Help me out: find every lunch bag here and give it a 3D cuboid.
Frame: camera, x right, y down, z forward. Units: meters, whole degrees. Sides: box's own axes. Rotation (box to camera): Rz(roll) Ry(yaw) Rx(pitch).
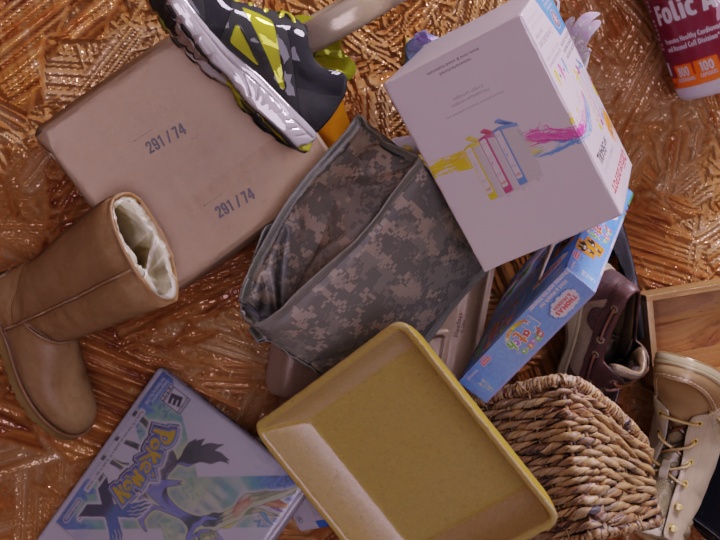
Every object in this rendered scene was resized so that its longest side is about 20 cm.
[{"bbox_3d":[0.000,0.000,1.002,0.200,0.118,0.164,-50,136,0],"label":"lunch bag"}]

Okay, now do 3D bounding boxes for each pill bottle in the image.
[{"bbox_3d":[0.325,-0.274,1.098,0.114,0.114,0.201,-23,99,-8],"label":"pill bottle"}]

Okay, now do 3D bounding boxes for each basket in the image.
[{"bbox_3d":[0.168,0.181,1.077,0.142,0.200,0.150,3,70,-46],"label":"basket"}]

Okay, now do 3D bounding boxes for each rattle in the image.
[{"bbox_3d":[0.026,-0.200,1.026,0.199,0.130,0.143,-24,88,11],"label":"rattle"}]

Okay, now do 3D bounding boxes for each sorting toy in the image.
[{"bbox_3d":[0.019,0.041,1.115,0.199,0.036,0.186,10,94,-7],"label":"sorting toy"}]

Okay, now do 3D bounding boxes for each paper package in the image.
[{"bbox_3d":[-0.151,-0.103,1.029,0.200,0.103,0.191,-37,102,-6],"label":"paper package"}]

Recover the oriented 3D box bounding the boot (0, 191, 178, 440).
[{"bbox_3d":[-0.229,0.047,0.989,0.199,0.066,0.176,-22,102,35],"label":"boot"}]

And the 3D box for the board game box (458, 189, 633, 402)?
[{"bbox_3d":[0.167,0.012,1.027,0.037,0.200,0.151,39,125,0],"label":"board game box"}]

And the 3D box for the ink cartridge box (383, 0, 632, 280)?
[{"bbox_3d":[0.132,-0.106,0.947,0.125,0.129,0.201,-24,105,26],"label":"ink cartridge box"}]

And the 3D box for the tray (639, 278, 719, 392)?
[{"bbox_3d":[0.381,0.057,1.183,0.199,0.037,0.099,-8,97,-9],"label":"tray"}]

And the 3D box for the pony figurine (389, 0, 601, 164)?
[{"bbox_3d":[0.132,-0.156,1.067,0.199,0.167,0.194,9,109,-2],"label":"pony figurine"}]

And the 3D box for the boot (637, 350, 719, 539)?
[{"bbox_3d":[0.295,0.175,1.099,0.073,0.200,0.156,20,72,30],"label":"boot"}]

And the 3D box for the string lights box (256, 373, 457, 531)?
[{"bbox_3d":[0.012,0.168,1.049,0.199,0.059,0.103,-17,103,35],"label":"string lights box"}]

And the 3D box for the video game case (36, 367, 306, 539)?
[{"bbox_3d":[-0.171,0.223,1.063,0.182,0.022,0.200,35,88,12],"label":"video game case"}]

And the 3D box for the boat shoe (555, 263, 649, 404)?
[{"bbox_3d":[0.236,0.087,1.103,0.072,0.072,0.201,-26,130,-33],"label":"boat shoe"}]

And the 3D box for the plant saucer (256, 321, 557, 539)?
[{"bbox_3d":[0.040,0.155,0.959,0.200,0.048,0.200,-38,91,37],"label":"plant saucer"}]

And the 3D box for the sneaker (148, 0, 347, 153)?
[{"bbox_3d":[-0.092,-0.190,0.949,0.085,0.074,0.200,-47,112,-9],"label":"sneaker"}]

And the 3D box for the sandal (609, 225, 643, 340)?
[{"bbox_3d":[0.237,-0.028,1.136,0.048,0.075,0.202,-15,91,12],"label":"sandal"}]

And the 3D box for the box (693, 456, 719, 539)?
[{"bbox_3d":[0.464,0.246,1.172,0.200,0.123,0.198,-45,101,-2],"label":"box"}]
